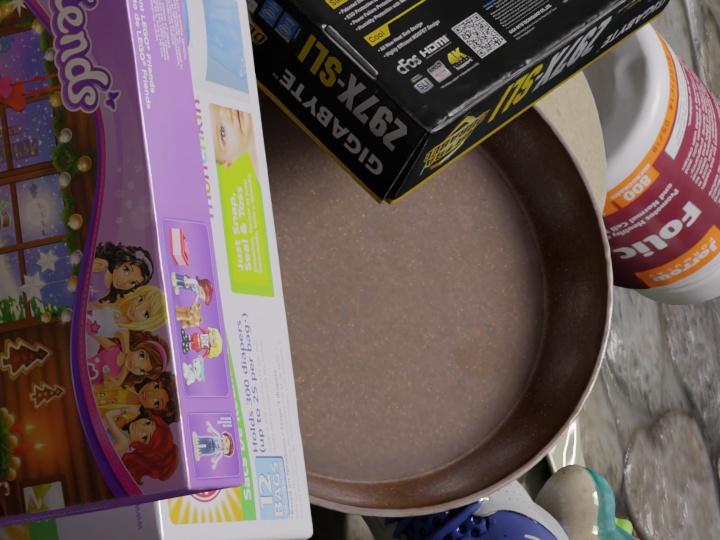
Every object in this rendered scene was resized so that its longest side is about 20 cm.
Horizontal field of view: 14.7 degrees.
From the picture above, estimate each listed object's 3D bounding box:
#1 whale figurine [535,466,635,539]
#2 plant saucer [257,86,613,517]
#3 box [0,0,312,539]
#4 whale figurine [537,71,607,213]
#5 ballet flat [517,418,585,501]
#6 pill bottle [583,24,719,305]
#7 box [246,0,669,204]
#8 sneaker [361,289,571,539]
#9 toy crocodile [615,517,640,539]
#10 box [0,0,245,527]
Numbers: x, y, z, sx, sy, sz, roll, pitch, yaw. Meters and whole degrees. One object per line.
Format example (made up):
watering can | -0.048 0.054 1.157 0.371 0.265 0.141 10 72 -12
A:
whale figurine | 0.112 0.160 1.165 0.103 0.200 0.160 -3 83 -33
plant saucer | 0.000 0.000 1.077 0.034 0.199 0.202 137 -47 -65
box | -0.094 -0.001 0.909 0.112 0.101 0.201 6 75 -66
whale figurine | 0.016 -0.059 1.213 0.199 0.103 0.160 13 62 -43
ballet flat | 0.077 0.112 1.311 0.069 0.069 0.201 -22 98 -66
pill bottle | 0.136 -0.057 1.436 0.200 0.114 0.115 35 49 -57
box | 0.021 -0.131 1.093 0.160 0.049 0.200 42 46 12
sneaker | 0.011 0.069 1.130 0.115 0.080 0.200 38 22 -42
toy crocodile | 0.136 0.187 1.398 0.201 0.061 0.068 68 26 -24
box | -0.114 -0.025 0.830 0.039 0.136 0.201 6 74 -65
